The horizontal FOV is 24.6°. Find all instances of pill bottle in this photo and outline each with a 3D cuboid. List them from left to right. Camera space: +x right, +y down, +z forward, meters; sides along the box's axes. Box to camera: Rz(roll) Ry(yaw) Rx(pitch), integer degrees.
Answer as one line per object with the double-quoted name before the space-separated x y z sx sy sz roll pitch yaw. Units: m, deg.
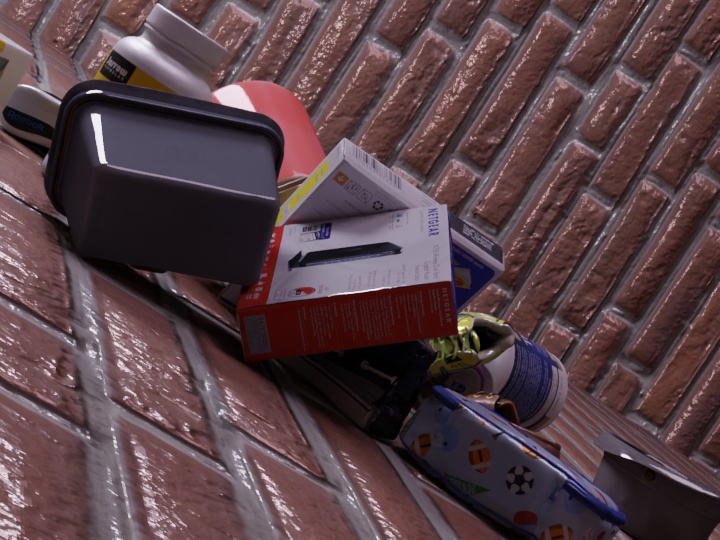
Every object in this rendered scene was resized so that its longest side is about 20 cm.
"pill bottle" -0.218 -0.155 1.630 0.112 0.201 0.112 32 4 -2
"pill bottle" 0.160 0.121 2.021 0.199 0.112 0.111 30 5 -46

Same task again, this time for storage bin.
"storage bin" -0.161 -0.055 1.378 0.198 0.147 0.135 11 24 -16

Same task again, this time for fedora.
"fedora" 0.343 0.267 1.901 0.199 0.091 0.177 28 1 14

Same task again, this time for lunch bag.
"lunch bag" 0.131 0.175 1.426 0.199 0.076 0.160 37 3 24

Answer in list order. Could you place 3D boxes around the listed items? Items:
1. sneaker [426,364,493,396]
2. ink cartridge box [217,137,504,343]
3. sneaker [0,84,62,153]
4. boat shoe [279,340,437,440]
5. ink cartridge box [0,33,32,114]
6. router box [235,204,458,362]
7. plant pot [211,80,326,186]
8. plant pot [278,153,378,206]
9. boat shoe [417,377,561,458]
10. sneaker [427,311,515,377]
"sneaker" 0.079 0.082 1.819 0.200 0.075 0.100 47 13 -32
"ink cartridge box" 0.000 0.000 1.565 0.197 0.200 0.047 33 34 -23
"sneaker" -0.287 -0.137 1.778 0.199 0.074 0.112 33 5 5
"boat shoe" -0.015 0.060 1.459 0.199 0.093 0.074 37 5 34
"ink cartridge box" -0.433 -0.230 1.628 0.145 0.088 0.200 34 2 11
"router box" -0.008 0.007 1.415 0.177 0.049 0.200 -8 20 4
"plant pot" -0.115 -0.093 1.928 0.200 0.201 0.178 30 15 -39
"plant pot" -0.055 -0.021 1.668 0.200 0.198 0.136 -93 163 -85
"boat shoe" 0.131 0.158 1.662 0.072 0.068 0.200 30 5 -42
"sneaker" 0.076 0.072 1.699 0.199 0.076 0.076 -13 0 -43
